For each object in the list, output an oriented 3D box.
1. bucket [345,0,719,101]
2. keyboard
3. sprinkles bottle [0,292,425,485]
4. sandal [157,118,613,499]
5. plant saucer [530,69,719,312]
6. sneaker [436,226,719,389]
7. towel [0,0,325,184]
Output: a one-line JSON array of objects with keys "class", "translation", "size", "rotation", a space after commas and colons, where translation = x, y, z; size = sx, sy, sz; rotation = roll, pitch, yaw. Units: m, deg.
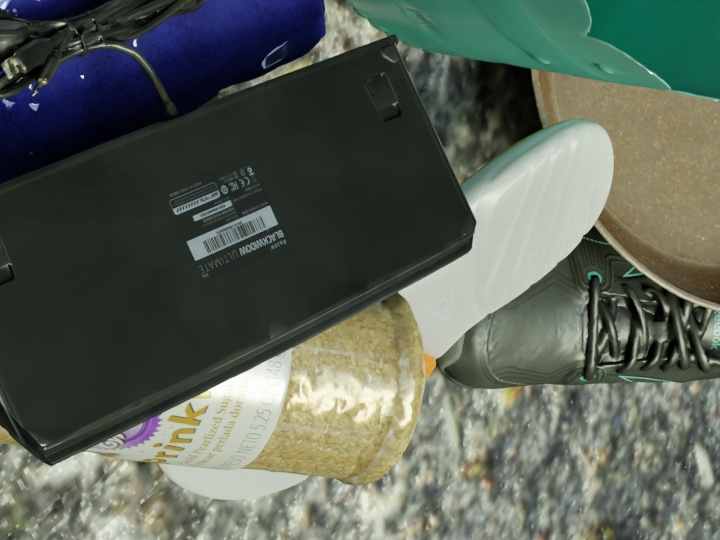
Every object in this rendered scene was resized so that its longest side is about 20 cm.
[{"class": "bucket", "translation": [0.079, -0.162, 0.736], "size": [0.206, 0.134, 0.209], "rotation": [-8, 102, -40]}, {"class": "keyboard", "translation": [-0.053, -0.032, 0.642], "size": [0.199, 0.021, 0.128], "rotation": [-25, 92, -43]}, {"class": "sprinkles bottle", "translation": [-0.079, 0.024, 0.656], "size": [0.199, 0.068, 0.069], "rotation": [8, 97, -29]}, {"class": "sandal", "translation": [0.002, 0.005, 0.781], "size": [0.206, 0.059, 0.079], "rotation": [-35, 139, -17]}, {"class": "plant saucer", "translation": [0.149, -0.078, 0.879], "size": [0.199, 0.037, 0.202], "rotation": [5, 79, -24]}, {"class": "sneaker", "translation": [0.115, 0.011, 0.891], "size": [0.199, 0.079, 0.076], "rotation": [-13, 113, -42]}, {"class": "towel", "translation": [-0.087, -0.132, 0.657], "size": [0.147, 0.049, 0.201], "rotation": [-38, 129, -36]}]
